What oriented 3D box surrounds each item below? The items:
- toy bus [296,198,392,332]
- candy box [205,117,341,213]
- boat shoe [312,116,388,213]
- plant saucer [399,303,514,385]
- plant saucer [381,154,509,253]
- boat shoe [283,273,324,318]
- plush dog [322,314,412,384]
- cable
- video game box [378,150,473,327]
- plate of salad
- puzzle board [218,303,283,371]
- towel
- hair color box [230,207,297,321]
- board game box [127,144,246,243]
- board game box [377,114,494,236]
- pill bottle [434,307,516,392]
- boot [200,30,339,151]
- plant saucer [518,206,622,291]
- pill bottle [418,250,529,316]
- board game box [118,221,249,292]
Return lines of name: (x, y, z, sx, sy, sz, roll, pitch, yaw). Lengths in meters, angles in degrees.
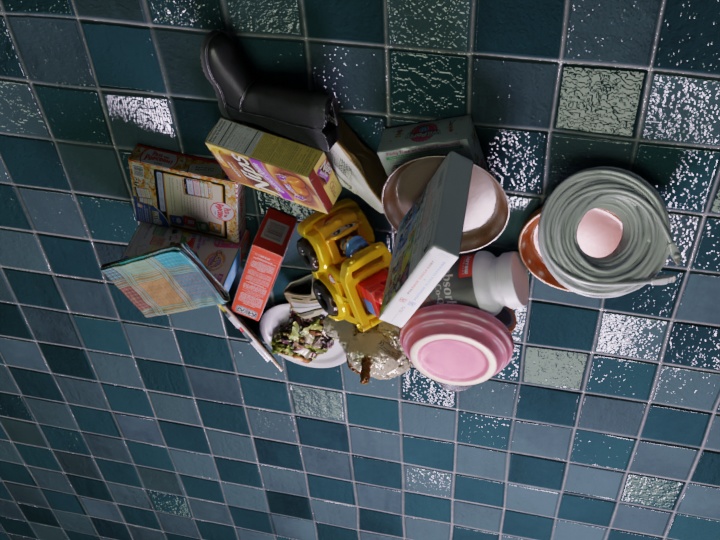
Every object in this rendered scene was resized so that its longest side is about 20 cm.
toy bus: (0.000, 0.000, 1.504, 0.192, 0.136, 0.200, 31, 145, 60)
candy box: (-0.138, -0.167, 1.447, 0.200, 0.057, 0.117, 22, 162, 24)
boat shoe: (-0.016, -0.166, 1.462, 0.069, 0.071, 0.200, -24, 114, 38)
plant saucer: (0.164, 0.138, 1.565, 0.200, 0.051, 0.201, 9, 141, 7)
plant saucer: (0.133, -0.108, 1.404, 0.200, 0.032, 0.200, 10, 137, 9)
boat shoe: (-0.063, 0.031, 1.680, 0.200, 0.075, 0.068, -26, 124, 36)
plush dog: (0.040, 0.158, 1.735, 0.199, 0.161, 0.172, -10, 155, 20)
cable: (0.369, -0.058, 1.373, 0.199, 0.069, 0.201, -14, 94, 5)
video game box: (0.095, -0.044, 1.312, 0.047, 0.200, 0.182, 25, 138, -12)
plate of salad: (-0.113, 0.142, 1.835, 0.199, 0.048, 0.200, 10, 137, 10)
puzzle board: (-0.238, 0.108, 1.789, 0.017, 0.151, 0.200, -41, 123, -5)
towel: (-0.343, 0.023, 1.580, 0.200, 0.022, 0.147, -12, 131, 30)
hair color box: (-0.178, -0.009, 1.658, 0.061, 0.102, 0.200, 22, 139, -4)
board game box: (-0.306, -0.134, 1.609, 0.199, 0.046, 0.152, 13, 138, 5)
board game box: (0.130, -0.140, 1.440, 0.147, 0.064, 0.200, -5, 135, 23)
pill bottle: (0.211, 0.135, 1.672, 0.106, 0.106, 0.200, 25, 137, -8)
boot: (-0.131, -0.269, 1.351, 0.200, 0.066, 0.165, 23, 154, 25)
plant saucer: (0.362, -0.043, 1.486, 0.200, 0.032, 0.201, 9, 137, 9)
pill bottle: (0.182, 0.028, 1.561, 0.200, 0.116, 0.116, -10, 131, 27)
board game box: (-0.321, -0.029, 1.647, 0.199, 0.153, 0.040, 13, 139, 7)
